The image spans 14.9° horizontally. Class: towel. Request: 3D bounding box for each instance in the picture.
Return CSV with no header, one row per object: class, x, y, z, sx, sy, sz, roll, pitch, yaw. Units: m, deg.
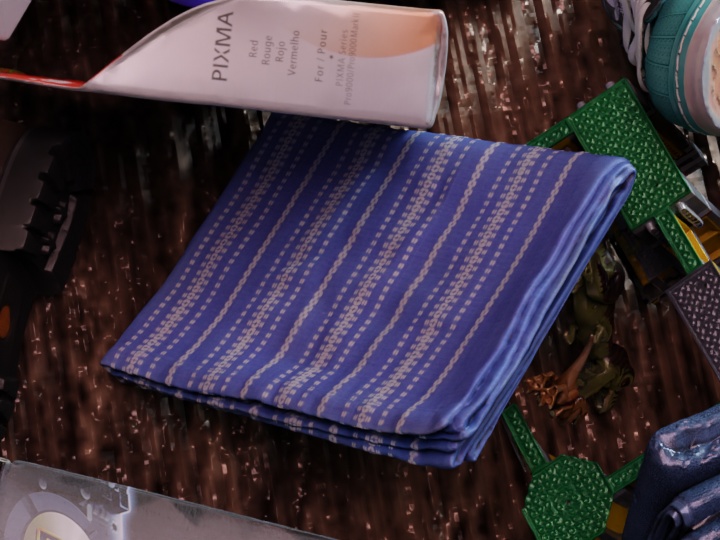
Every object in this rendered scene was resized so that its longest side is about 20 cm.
towel,0.148,0.111,1.021,0.111,0.201,0.049,-23,59,-14
towel,0.000,0.000,1.076,0.199,0.024,0.145,11,59,42

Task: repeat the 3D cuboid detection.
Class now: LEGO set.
LEGO set,0.111,0.028,1.116,0.154,0.116,0.200,-41,62,10

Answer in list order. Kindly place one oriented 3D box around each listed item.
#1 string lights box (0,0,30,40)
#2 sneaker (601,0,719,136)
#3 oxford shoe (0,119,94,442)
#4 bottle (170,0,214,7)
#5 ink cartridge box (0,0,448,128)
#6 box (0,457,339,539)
string lights box,-0.193,-0.191,1.087,0.200,0.059,0.103,41,107,26
sneaker,0.133,-0.104,1.134,0.079,0.200,0.072,4,110,17
oxford shoe,-0.178,0.029,1.092,0.084,0.073,0.201,13,64,15
bottle,0.006,-0.150,1.166,0.199,0.083,0.066,-6,112,-24
ink cartridge box,-0.068,-0.090,1.079,0.198,0.162,0.051,9,93,-2
box,-0.048,0.153,0.999,0.198,0.164,0.087,14,68,-1
